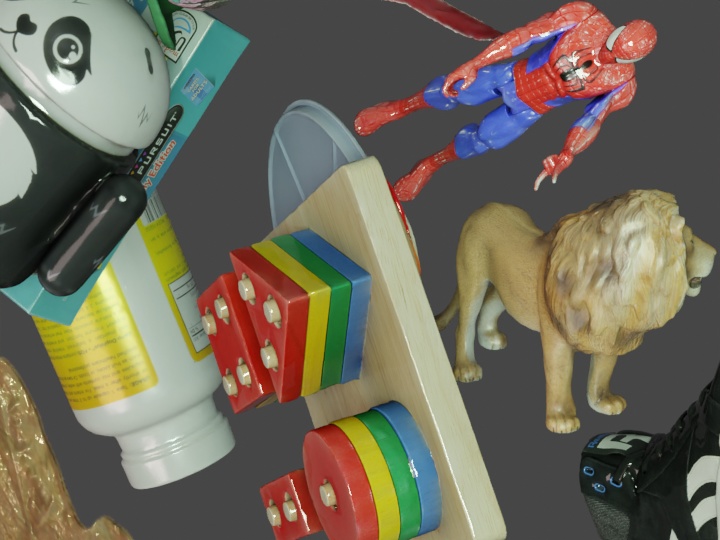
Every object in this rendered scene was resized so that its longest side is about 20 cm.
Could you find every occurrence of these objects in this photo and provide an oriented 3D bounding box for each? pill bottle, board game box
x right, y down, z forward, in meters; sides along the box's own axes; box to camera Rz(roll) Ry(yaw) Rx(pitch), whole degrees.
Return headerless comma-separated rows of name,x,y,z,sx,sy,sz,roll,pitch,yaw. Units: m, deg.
pill bottle,-0.150,0.033,1.286,0.104,0.104,0.201,-12,103,49
board game box,-0.180,-0.093,1.200,0.151,0.047,0.200,35,96,27

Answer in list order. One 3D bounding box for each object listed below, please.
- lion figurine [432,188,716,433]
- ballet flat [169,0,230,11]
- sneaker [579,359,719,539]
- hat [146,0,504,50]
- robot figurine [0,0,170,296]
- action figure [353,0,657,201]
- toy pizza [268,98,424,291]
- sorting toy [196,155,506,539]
lion figurine,0.092,0.004,1.038,0.200,0.072,0.123,20,117,49
ballet flat,-0.043,-0.218,0.972,0.069,0.200,0.071,27,175,-3
sneaker,0.160,0.088,1.016,0.112,0.073,0.201,24,130,34
hat,-0.039,-0.211,1.081,0.166,0.175,0.201,-103,-2,-73
robot figurine,-0.194,-0.072,1.102,0.150,0.125,0.200,40,105,-20
action figure,0.062,-0.075,1.008,0.200,0.099,0.065,-23,103,48
toy pizza,0.000,0.000,1.130,0.200,0.032,0.201,163,90,-71
sorting toy,-0.017,0.065,1.077,0.199,0.069,0.201,143,109,-70
